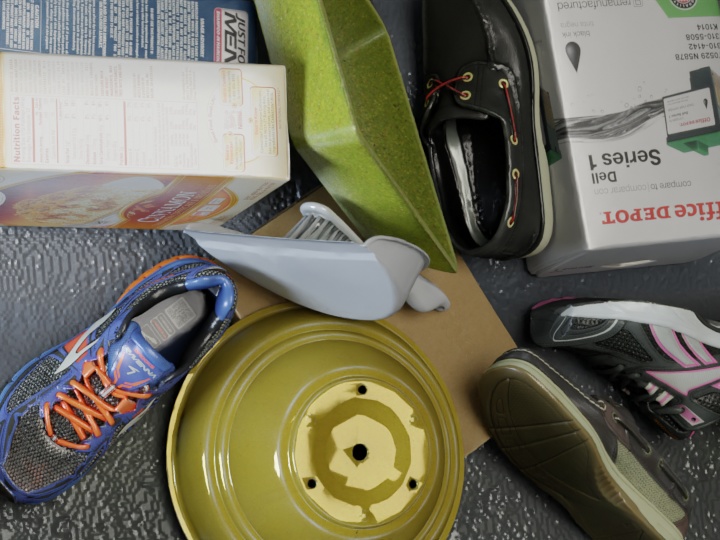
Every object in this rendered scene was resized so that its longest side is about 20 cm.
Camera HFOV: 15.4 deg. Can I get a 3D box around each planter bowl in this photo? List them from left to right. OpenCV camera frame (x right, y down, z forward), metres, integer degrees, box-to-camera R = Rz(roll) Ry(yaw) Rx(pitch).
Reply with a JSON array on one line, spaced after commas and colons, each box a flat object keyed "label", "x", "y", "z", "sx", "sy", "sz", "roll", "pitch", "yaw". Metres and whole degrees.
[{"label": "planter bowl", "x": -0.012, "y": 0.113, "z": 1.638, "sx": 0.200, "sy": 0.083, "sz": 0.201, "roll": 3, "pitch": 82, "yaw": -21}]

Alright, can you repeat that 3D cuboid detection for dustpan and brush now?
[{"label": "dustpan and brush", "x": 0.000, "y": 0.000, "z": 1.645, "sx": 0.200, "sy": 0.139, "sz": 0.057, "roll": 43, "pitch": 59, "yaw": -49}]

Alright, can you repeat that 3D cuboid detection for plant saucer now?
[{"label": "plant saucer", "x": -0.012, "y": -0.111, "z": 1.649, "sx": 0.048, "sy": 0.200, "sz": 0.200, "roll": -21, "pitch": 60, "yaw": 11}]

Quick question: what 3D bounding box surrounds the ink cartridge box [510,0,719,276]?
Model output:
[{"label": "ink cartridge box", "x": 0.175, "y": -0.105, "z": 1.799, "sx": 0.146, "sy": 0.084, "sz": 0.201, "roll": -7, "pitch": 82, "yaw": -27}]

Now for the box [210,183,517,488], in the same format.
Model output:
[{"label": "box", "x": 0.009, "y": 0.040, "z": 1.719, "sx": 0.163, "sy": 0.021, "sz": 0.200, "roll": -35, "pitch": 97, "yaw": -27}]

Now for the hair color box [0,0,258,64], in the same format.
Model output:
[{"label": "hair color box", "x": -0.172, "y": -0.135, "z": 1.619, "sx": 0.199, "sy": 0.100, "sz": 0.061, "roll": 6, "pitch": 78, "yaw": -27}]

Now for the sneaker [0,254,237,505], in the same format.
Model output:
[{"label": "sneaker", "x": -0.149, "y": 0.060, "z": 1.599, "sx": 0.075, "sy": 0.078, "sz": 0.200, "roll": 45, "pitch": 71, "yaw": -9}]

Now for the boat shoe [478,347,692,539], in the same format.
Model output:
[{"label": "boat shoe", "x": 0.150, "y": 0.115, "z": 1.747, "sx": 0.201, "sy": 0.072, "sz": 0.066, "roll": 49, "pitch": 48, "yaw": -25}]

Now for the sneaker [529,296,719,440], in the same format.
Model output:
[{"label": "sneaker", "x": 0.207, "y": 0.068, "z": 1.787, "sx": 0.199, "sy": 0.080, "sz": 0.087, "roll": 11, "pitch": 85, "yaw": -19}]

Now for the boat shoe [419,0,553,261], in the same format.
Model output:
[{"label": "boat shoe", "x": 0.076, "y": -0.106, "z": 1.746, "sx": 0.063, "sy": 0.074, "sz": 0.202, "roll": -1, "pitch": 78, "yaw": -53}]

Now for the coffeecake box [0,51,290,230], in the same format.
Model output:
[{"label": "coffeecake box", "x": -0.161, "y": -0.074, "z": 1.573, "sx": 0.199, "sy": 0.153, "sz": 0.073, "roll": 1, "pitch": 79, "yaw": -21}]
